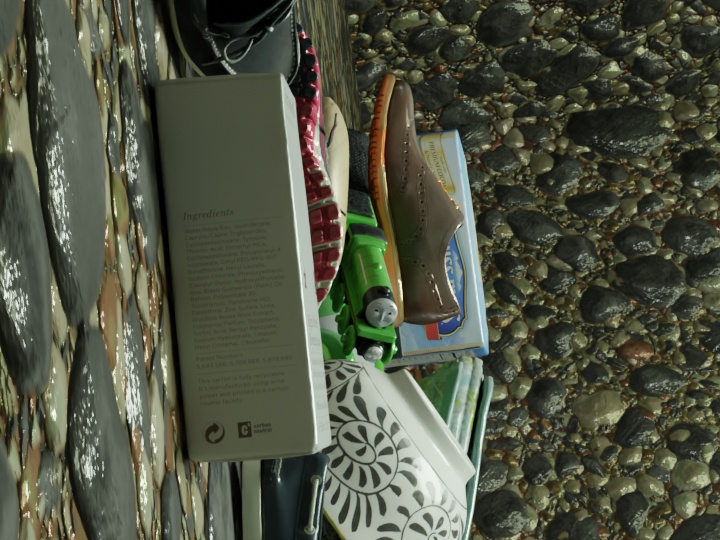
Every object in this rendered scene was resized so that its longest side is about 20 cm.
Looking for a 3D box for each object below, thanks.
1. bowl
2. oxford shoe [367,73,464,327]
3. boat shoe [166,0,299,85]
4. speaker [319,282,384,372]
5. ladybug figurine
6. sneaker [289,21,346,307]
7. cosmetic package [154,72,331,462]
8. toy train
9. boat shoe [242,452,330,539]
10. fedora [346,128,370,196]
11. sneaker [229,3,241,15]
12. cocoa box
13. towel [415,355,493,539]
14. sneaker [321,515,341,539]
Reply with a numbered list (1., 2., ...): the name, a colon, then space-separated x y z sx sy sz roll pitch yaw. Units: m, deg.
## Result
1. bowl: 0.017 0.130 1.295 0.201 0.094 0.201 56 1 -2
2. oxford shoe: 0.043 -0.056 1.481 0.071 0.073 0.200 99 -13 -87
3. boat shoe: -0.068 -0.154 1.055 0.062 0.075 0.200 40 -17 29
4. speaker: -0.024 0.087 1.503 0.088 0.088 0.200 -92 175 -59
5. ladybug figurine: -0.047 -0.057 1.340 0.200 0.072 0.136 -123 -145 -85
6. sneaker: -0.048 -0.060 1.209 0.075 0.081 0.200 40 51 -85
7. cosmetic package: -0.061 -0.001 1.013 0.102 0.074 0.200 40 45 -87
8. toy train: 0.000 0.000 1.382 0.200 0.042 0.056 -107 -146 -61
9. boat shoe: -0.038 0.212 1.169 0.075 0.062 0.200 80 5 -81
10. fedora: -0.032 -0.064 1.567 0.201 0.092 0.201 -6 90 -88
11. sneaker: -0.058 -0.201 1.191 0.200 0.099 0.070 -89 171 -72
12. cocoa box: 0.041 -0.015 1.708 0.133 0.131 0.200 45 38 -82
13. towel: 0.035 0.180 1.570 0.171 0.048 0.200 -33 -145 50
14. sneaker: -0.033 0.246 1.272 0.089 0.077 0.200 56 20 -64
